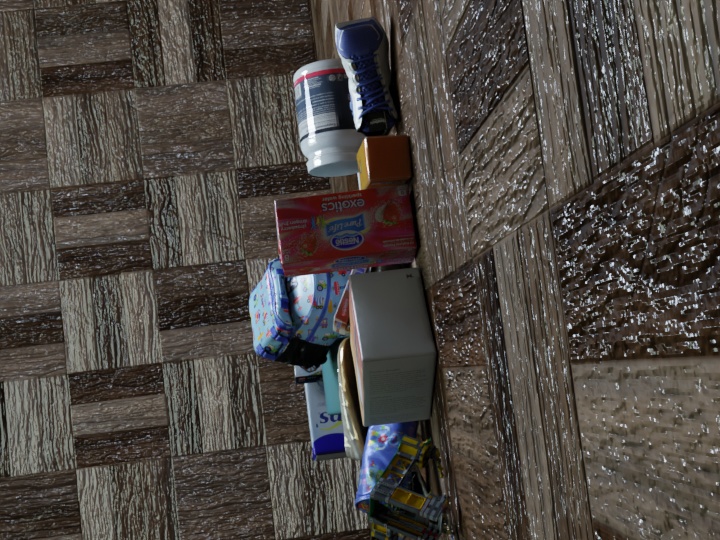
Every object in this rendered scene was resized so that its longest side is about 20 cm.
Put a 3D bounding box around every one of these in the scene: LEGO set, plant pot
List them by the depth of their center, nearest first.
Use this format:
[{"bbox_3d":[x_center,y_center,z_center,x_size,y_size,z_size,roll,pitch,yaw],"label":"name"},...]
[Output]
[{"bbox_3d":[0.089,0.339,1.442,0.154,0.116,0.200,-41,-37,-54],"label":"LEGO set"},{"bbox_3d":[0.018,0.178,1.813,0.200,0.141,0.141,152,112,-78],"label":"plant pot"}]

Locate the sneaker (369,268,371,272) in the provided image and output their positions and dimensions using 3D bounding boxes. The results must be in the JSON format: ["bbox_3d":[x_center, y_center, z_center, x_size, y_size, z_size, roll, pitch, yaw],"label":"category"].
[{"bbox_3d":[0.043,0.030,1.770,0.116,0.074,0.200,53,150,2],"label":"sneaker"}]

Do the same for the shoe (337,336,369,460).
[{"bbox_3d":[-0.012,0.207,1.665,0.053,0.070,0.200,-15,82,42],"label":"shoe"}]

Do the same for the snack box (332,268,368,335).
[{"bbox_3d":[0.000,0.000,1.649,0.072,0.024,0.200,102,-172,-72],"label":"snack box"}]

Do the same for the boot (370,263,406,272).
[{"bbox_3d":[0.033,0.060,1.677,0.200,0.075,0.097,89,-165,-46],"label":"boot"}]

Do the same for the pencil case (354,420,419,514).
[{"bbox_3d":[0.050,0.280,1.606,0.078,0.087,0.200,44,-131,-44],"label":"pencil case"}]

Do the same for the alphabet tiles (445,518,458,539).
[{"bbox_3d":[0.139,0.457,1.442,0.200,0.008,0.167,-100,5,-49],"label":"alphabet tiles"}]

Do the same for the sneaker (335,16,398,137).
[{"bbox_3d":[0.020,-0.273,1.560,0.115,0.081,0.199,-106,3,-46],"label":"sneaker"}]

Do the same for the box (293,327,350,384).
[{"bbox_3d":[-0.032,0.136,1.963,0.038,0.200,0.137,96,167,-63],"label":"box"}]

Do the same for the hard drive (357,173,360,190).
[{"bbox_3d":[0.013,-0.178,2.085,0.132,0.027,0.200,98,165,-75],"label":"hard drive"}]

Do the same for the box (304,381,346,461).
[{"bbox_3d":[-0.012,0.254,1.999,0.105,0.184,0.200,103,160,-73],"label":"box"}]

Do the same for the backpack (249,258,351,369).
[{"bbox_3d":[-0.091,0.047,1.761,0.200,0.134,0.183,-50,38,45],"label":"backpack"}]

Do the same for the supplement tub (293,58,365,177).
[{"bbox_3d":[-0.050,-0.290,1.982,0.140,0.140,0.200,114,149,-82],"label":"supplement tub"}]

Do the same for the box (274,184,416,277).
[{"bbox_3d":[-0.022,-0.057,1.528,0.095,0.200,0.100,93,171,-78],"label":"box"}]

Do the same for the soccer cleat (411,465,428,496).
[{"bbox_3d":[0.054,0.306,1.704,0.200,0.069,0.085,60,169,-8],"label":"soccer cleat"}]

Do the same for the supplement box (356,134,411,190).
[{"bbox_3d":[0.033,-0.158,1.566,0.200,0.069,0.067,170,94,-84],"label":"supplement box"}]

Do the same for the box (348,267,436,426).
[{"bbox_3d":[0.044,0.116,1.538,0.200,0.106,0.152,89,174,-54],"label":"box"}]
